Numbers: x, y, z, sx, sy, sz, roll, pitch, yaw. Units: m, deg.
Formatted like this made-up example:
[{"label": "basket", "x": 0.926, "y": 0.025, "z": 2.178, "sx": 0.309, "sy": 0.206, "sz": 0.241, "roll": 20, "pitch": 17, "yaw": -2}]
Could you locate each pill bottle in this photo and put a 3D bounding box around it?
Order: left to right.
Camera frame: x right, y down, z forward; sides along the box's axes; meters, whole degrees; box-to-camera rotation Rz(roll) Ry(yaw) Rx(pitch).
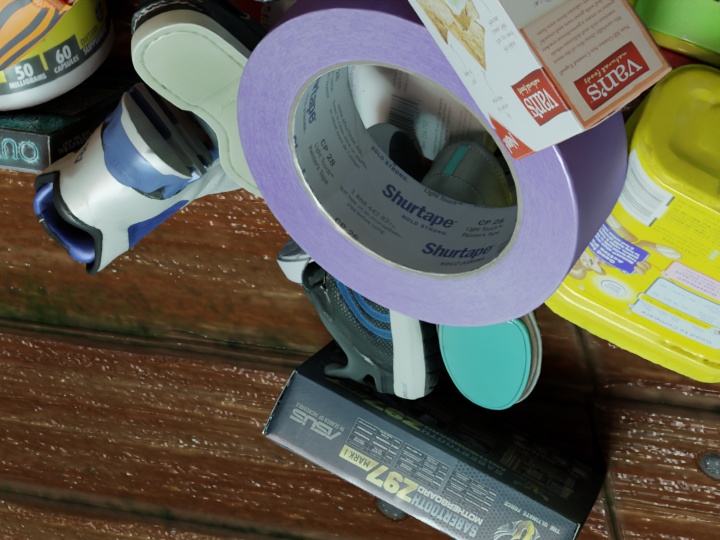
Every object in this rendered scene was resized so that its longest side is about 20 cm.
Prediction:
[{"label": "pill bottle", "x": -0.224, "y": -0.204, "z": 1.743, "sx": 0.111, "sy": 0.111, "sz": 0.201, "roll": 5, "pitch": 131, "yaw": 29}]

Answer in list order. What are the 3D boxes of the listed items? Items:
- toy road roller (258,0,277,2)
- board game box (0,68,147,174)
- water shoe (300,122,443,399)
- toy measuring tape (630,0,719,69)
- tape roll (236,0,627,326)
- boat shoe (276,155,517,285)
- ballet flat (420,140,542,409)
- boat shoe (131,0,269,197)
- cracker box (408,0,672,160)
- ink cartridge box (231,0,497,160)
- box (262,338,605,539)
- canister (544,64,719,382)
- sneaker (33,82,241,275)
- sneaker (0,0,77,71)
[{"label": "toy road roller", "x": -0.002, "y": -0.235, "z": 1.564, "sx": 0.199, "sy": 0.123, "sz": 0.146, "roll": 1, "pitch": 129, "yaw": 33}, {"label": "board game box", "x": -0.240, "y": -0.102, "z": 1.832, "sx": 0.199, "sy": 0.135, "sz": 0.028, "roll": 9, "pitch": 113, "yaw": 26}, {"label": "water shoe", "x": 0.000, "y": 0.000, "z": 1.721, "sx": 0.078, "sy": 0.072, "sz": 0.201, "roll": 4, "pitch": 133, "yaw": 14}, {"label": "toy measuring tape", "x": 0.213, "y": -0.120, "z": 1.571, "sx": 0.199, "sy": 0.074, "sz": 0.074, "roll": 21, "pitch": 137, "yaw": 17}, {"label": "tape roll", "x": 0.036, "y": -0.069, "z": 1.546, "sx": 0.199, "sy": 0.066, "sz": 0.201, "roll": 19, "pitch": 135, "yaw": 21}, {"label": "boat shoe", "x": 0.038, "y": -0.015, "z": 1.786, "sx": 0.199, "sy": 0.072, "sz": 0.062, "roll": -14, "pitch": 118, "yaw": 37}, {"label": "ballet flat", "x": 0.075, "y": 0.002, "z": 1.710, "sx": 0.067, "sy": 0.064, "sz": 0.200, "roll": 12, "pitch": 146, "yaw": 22}, {"label": "boat shoe", "x": -0.068, "y": -0.106, "z": 1.665, "sx": 0.074, "sy": 0.066, "sz": 0.199, "roll": -28, "pitch": 142, "yaw": 21}, {"label": "cracker box", "x": 0.053, "y": -0.153, "z": 1.383, "sx": 0.200, "sy": 0.058, "sz": 0.134, "roll": 55, "pitch": 169, "yaw": -2}, {"label": "ink cartridge box", "x": -0.004, "y": -0.146, "z": 1.690, "sx": 0.199, "sy": 0.067, "sz": 0.117, "roll": 22, "pitch": 139, "yaw": 13}, {"label": "box", "x": 0.049, "y": 0.115, "z": 1.839, "sx": 0.199, "sy": 0.158, "sz": 0.051, "roll": 27, "pitch": 100, "yaw": 5}, {"label": "canister", "x": 0.189, "y": -0.024, "z": 1.620, "sx": 0.148, "sy": 0.087, "sz": 0.200, "roll": 25, "pitch": 157, "yaw": -3}, {"label": "sneaker", "x": -0.131, "y": -0.061, "z": 1.739, "sx": 0.115, "sy": 0.199, "sz": 0.081, "roll": -35, "pitch": 86, "yaw": 21}, {"label": "sneaker", "x": -0.157, "y": -0.182, "z": 1.649, "sx": 0.077, "sy": 0.112, "sz": 0.200, "roll": 26, "pitch": 104, "yaw": -36}]
